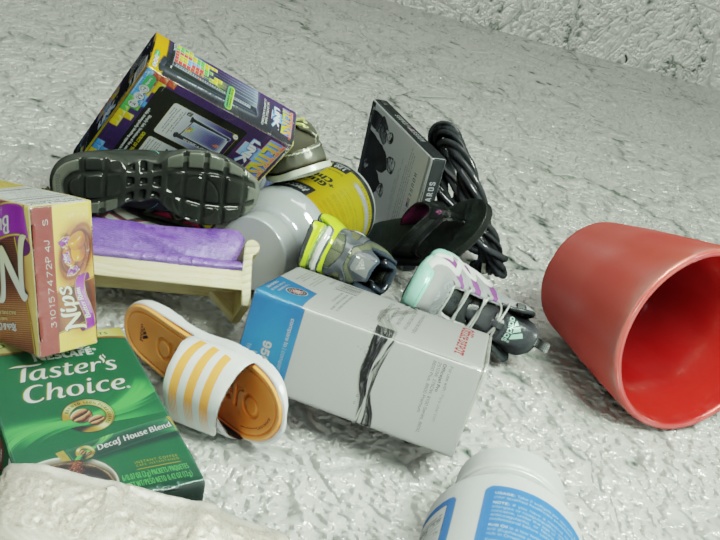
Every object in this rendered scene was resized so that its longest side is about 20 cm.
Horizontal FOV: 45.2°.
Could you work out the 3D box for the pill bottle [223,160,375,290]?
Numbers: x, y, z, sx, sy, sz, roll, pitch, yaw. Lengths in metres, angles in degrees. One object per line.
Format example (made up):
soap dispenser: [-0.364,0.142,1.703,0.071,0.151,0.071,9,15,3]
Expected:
pill bottle: [-0.069,-0.049,0.965,0.112,0.112,0.200,23,27,16]

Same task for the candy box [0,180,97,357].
candy box: [-0.295,-0.011,0.706,0.200,0.117,0.056,14,18,39]

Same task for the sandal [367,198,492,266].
sandal: [0.059,-0.042,0.976,0.048,0.200,0.076,36,58,-33]

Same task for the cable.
cable: [0.123,-0.082,1.044,0.051,0.201,0.163,-19,9,2]

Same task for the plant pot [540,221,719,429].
plant pot: [0.299,0.042,0.922,0.200,0.201,0.177,2,19,-25]

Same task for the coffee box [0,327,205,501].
coffee box: [-0.209,0.117,0.645,0.123,0.044,0.200,-4,32,-31]

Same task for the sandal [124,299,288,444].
sandal: [-0.145,0.089,0.709,0.206,0.079,0.059,23,28,35]

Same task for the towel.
towel: [-0.132,0.192,0.503,0.199,0.035,0.133,17,40,-9]

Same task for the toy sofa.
toy sofa: [-0.199,-0.012,0.807,0.199,0.098,0.083,6,-17,-15]

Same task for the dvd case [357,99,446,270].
dvd case: [0.042,-0.113,1.106,0.025,0.151,0.200,2,30,-23]

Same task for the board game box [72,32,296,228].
board game box: [-0.190,-0.129,0.907,0.165,0.200,0.057,26,46,-29]

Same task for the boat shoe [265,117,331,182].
boat shoe: [-0.080,-0.140,0.970,0.072,0.061,0.202,-14,15,-9]

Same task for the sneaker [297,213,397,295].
sneaker: [0.000,0.000,0.903,0.081,0.074,0.200,29,3,17]

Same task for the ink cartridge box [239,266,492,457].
ink cartridge box: [0.008,0.074,0.764,0.199,0.085,0.145,19,10,8]

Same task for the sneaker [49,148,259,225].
sneaker: [-0.200,-0.094,0.856,0.199,0.076,0.079,5,18,-18]

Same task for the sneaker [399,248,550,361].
sneaker: [0.130,0.046,0.887,0.140,0.078,0.200,34,12,23]

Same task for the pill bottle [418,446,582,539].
pill bottle: [0.088,0.204,0.558,0.112,0.113,0.200,19,27,8]

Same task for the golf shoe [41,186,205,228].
golf shoe: [-0.259,-0.032,0.879,0.199,0.077,0.088,8,39,-5]

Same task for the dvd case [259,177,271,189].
dvd case: [-0.132,-0.118,1.173,0.199,0.018,0.143,14,27,-4]
